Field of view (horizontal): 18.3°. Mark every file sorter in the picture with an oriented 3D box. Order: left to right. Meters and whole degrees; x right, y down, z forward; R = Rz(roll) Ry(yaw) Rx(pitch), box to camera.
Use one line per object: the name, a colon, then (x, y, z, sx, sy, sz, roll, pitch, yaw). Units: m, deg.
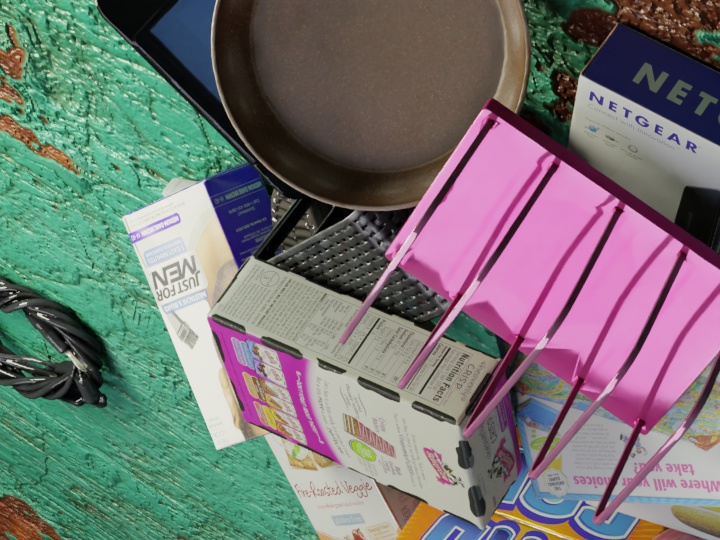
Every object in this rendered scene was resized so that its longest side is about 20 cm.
file sorter: (0.107, 0.031, 1.314, 0.200, 0.126, 0.139, 34, 131, 0)

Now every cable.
cable: (-0.341, 0.066, 2.215, 0.199, 0.051, 0.163, 21, 149, 31)

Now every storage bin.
storage bin: (0.022, -0.032, 1.519, 0.094, 0.135, 0.200, 42, 153, -11)

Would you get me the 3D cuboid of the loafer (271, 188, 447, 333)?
loafer: (0.000, 0.000, 1.679, 0.073, 0.071, 0.200, 18, 143, 54)

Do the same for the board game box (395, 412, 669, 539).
board game box: (0.161, 0.258, 1.749, 0.199, 0.200, 0.200, 15, 147, 36)

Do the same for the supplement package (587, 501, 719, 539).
supplement package: (0.240, 0.107, 1.510, 0.199, 0.110, 0.114, 14, 145, 39)

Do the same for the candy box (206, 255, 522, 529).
candy box: (0.005, 0.081, 1.501, 0.199, 0.061, 0.137, 23, 152, 24)

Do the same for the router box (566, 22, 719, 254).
router box: (0.220, -0.040, 1.366, 0.199, 0.049, 0.180, 29, 152, 16)

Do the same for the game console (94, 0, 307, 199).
game console: (-0.043, -0.161, 1.425, 0.200, 0.171, 0.118, 45, 179, -15)

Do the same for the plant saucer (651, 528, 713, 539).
plant saucer: (0.237, 0.253, 1.595, 0.051, 0.200, 0.201, 41, 164, 47)

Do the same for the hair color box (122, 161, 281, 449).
hair color box: (-0.097, 0.029, 1.734, 0.109, 0.065, 0.201, -21, 94, 46)

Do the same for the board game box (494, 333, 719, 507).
board game box: (0.182, 0.081, 1.424, 0.199, 0.034, 0.135, -2, 107, 43)

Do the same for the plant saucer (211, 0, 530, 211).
plant saucer: (0.008, -0.138, 1.375, 0.199, 0.034, 0.201, 3, 107, 10)

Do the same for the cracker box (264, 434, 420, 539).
cracker box: (-0.016, 0.141, 1.824, 0.134, 0.058, 0.201, -17, 103, 59)

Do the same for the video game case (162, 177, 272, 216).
video game case: (-0.051, 0.012, 1.808, 0.181, 0.023, 0.200, 12, 144, 40)
